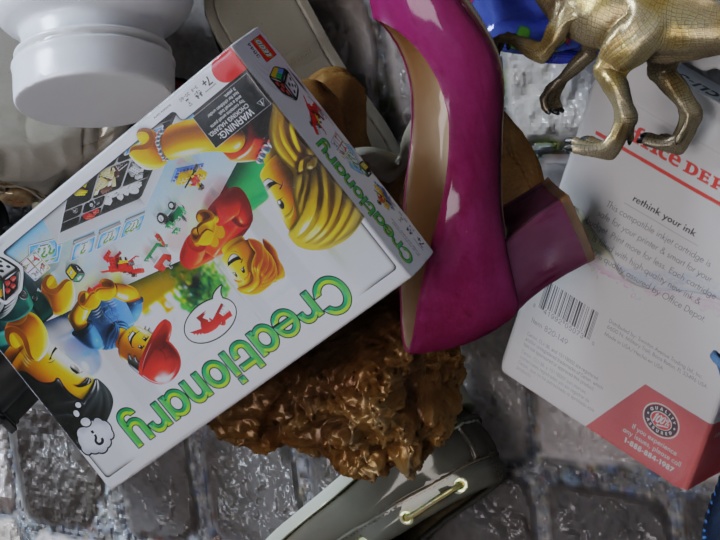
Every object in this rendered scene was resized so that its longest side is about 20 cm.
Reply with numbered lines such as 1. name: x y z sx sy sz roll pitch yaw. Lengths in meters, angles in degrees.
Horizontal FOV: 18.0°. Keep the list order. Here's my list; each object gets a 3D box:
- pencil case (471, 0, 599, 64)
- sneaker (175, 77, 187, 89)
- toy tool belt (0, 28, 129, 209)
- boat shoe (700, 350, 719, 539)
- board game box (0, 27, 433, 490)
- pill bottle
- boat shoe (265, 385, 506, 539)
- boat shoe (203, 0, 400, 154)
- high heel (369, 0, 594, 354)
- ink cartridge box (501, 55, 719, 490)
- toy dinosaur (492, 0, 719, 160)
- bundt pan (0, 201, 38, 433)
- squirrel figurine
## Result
1. pencil case: 0.095 -0.191 1.038 0.087 0.078 0.201 41 128 46
2. sneaker: -0.088 -0.005 1.245 0.095 0.079 0.201 -25 84 39
3. toy tool belt: -0.183 -0.131 1.268 0.123 0.124 0.201 119 147 -73
4. boat shoe: 0.191 0.035 0.976 0.084 0.068 0.201 27 93 61
5. board game box: -0.080 -0.001 1.025 0.200 0.035 0.126 -36 95 29
6. pill bottle: -0.140 -0.181 1.168 0.108 0.108 0.201 -18 69 42
7. boat shoe: 0.004 0.142 1.213 0.202 0.072 0.060 -49 64 34
8. boat shoe: -0.025 -0.073 1.204 0.063 0.072 0.201 -179 65 -86
9. high heel: 0.022 -0.061 0.998 0.201 0.096 0.067 61 176 -14
10. ink cartridge box: 0.152 -0.017 1.043 0.116 0.067 0.201 34 122 29
11. toy dinosaur: 0.121 -0.099 0.962 0.199 0.058 0.102 21 115 29
12. bundt pan: -0.233 -0.007 1.323 0.076 0.202 0.202 -36 72 -3
13. squirrel figurine: 0.000 0.000 1.110 0.186 0.142 0.201 -5 93 2
